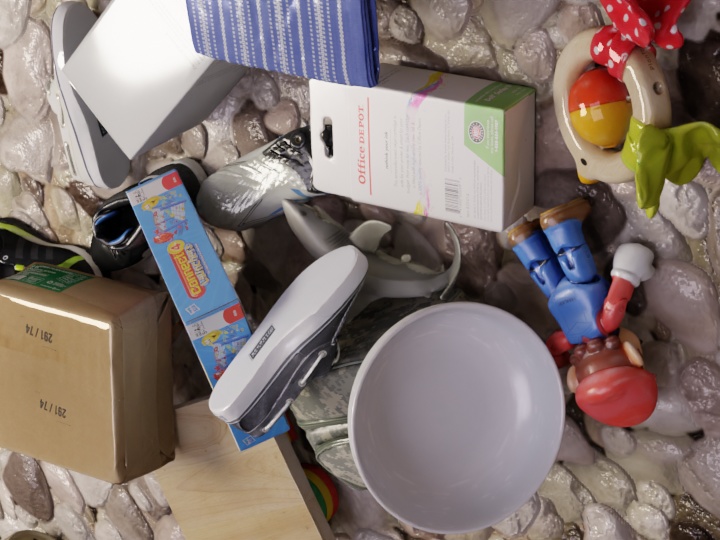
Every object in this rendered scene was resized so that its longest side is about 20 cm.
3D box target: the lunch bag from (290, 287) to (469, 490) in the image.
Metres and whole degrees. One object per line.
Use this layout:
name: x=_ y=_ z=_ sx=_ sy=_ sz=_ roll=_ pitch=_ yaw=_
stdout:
lunch bag: x=0.041 y=0.124 z=1.666 sx=0.199 sy=0.139 sz=0.169 roll=-14 pitch=114 yaw=40

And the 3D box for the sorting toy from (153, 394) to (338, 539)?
sorting toy: x=-0.122 y=0.219 z=1.881 sx=0.199 sy=0.069 sz=0.201 roll=-18 pitch=101 yaw=41

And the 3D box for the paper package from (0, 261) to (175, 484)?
paper package: x=-0.299 y=0.104 z=1.849 sx=0.198 sy=0.103 sz=0.193 roll=12 pitch=110 yaw=31

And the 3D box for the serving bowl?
serving bowl: x=0.077 y=0.124 z=1.536 sx=0.202 sy=0.198 sz=0.066 roll=70 pitch=166 yaw=-12

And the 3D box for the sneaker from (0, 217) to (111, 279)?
sneaker: x=-0.367 y=0.005 z=1.953 sx=0.198 sy=0.083 sz=0.072 roll=20 pitch=124 yaw=29

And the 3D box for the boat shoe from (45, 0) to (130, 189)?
boat shoe: x=-0.295 y=-0.181 z=1.816 sx=0.069 sy=0.071 sz=0.202 roll=7 pitch=123 yaw=32

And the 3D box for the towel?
towel: x=-0.070 y=-0.237 z=1.490 sx=0.198 sy=0.024 sz=0.146 roll=15 pitch=125 yaw=31

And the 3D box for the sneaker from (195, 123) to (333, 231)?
sneaker: x=-0.068 y=-0.092 z=1.691 sx=0.198 sy=0.072 sz=0.073 roll=-19 pitch=89 yaw=28

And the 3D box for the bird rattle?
bird rattle: x=0.208 y=-0.143 z=1.425 sx=0.162 sy=0.112 sz=0.202 roll=-14 pitch=101 yaw=58

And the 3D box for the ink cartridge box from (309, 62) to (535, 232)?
ink cartridge box: x=0.054 y=-0.116 z=1.568 sx=0.198 sy=0.067 sz=0.118 roll=14 pitch=120 yaw=28

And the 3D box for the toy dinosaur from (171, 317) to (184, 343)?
toy dinosaur: x=-0.246 y=0.088 z=1.917 sx=0.198 sy=0.060 sz=0.107 roll=-2 pitch=109 yaw=38

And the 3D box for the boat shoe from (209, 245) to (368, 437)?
boat shoe: x=-0.051 y=0.068 z=1.588 sx=0.068 sy=0.072 sz=0.201 roll=35 pitch=98 yaw=-28

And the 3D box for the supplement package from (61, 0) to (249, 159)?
supplement package: x=-0.172 y=-0.220 z=1.664 sx=0.118 sy=0.117 sz=0.200 roll=51 pitch=132 yaw=4

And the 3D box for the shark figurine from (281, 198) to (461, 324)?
shark figurine: x=0.018 y=0.013 z=1.621 sx=0.213 sy=0.090 sz=0.129 roll=17 pitch=150 yaw=36

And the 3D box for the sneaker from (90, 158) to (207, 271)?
sneaker: x=-0.251 y=-0.046 z=1.817 sx=0.200 sy=0.112 sz=0.073 roll=-37 pitch=87 yaw=43

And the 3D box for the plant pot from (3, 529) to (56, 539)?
plant pot: x=-0.436 y=0.426 z=2.176 sx=0.187 sy=0.187 sz=0.201 roll=41 pitch=117 yaw=14

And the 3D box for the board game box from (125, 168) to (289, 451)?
board game box: x=-0.148 y=0.039 z=1.705 sx=0.197 sy=0.055 sz=0.201 roll=72 pitch=172 yaw=-46

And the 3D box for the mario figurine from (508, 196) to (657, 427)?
mario figurine: x=0.208 y=0.040 z=1.546 sx=0.123 sy=0.105 sz=0.202 roll=143 pitch=104 yaw=-76
